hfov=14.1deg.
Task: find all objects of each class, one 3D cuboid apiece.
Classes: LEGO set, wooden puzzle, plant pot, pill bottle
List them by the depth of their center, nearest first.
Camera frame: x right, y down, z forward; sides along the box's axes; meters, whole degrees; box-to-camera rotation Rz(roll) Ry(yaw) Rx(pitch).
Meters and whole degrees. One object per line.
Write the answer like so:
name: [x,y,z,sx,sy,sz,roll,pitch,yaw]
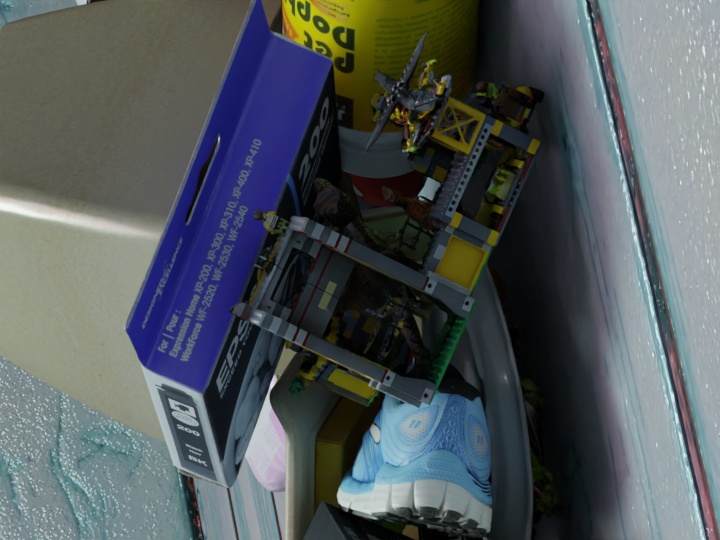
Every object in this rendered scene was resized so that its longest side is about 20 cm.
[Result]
LEGO set: [-0.002,-0.026,1.478,0.201,0.115,0.154,-63,15,5]
pill bottle: [0.011,-0.146,1.583,0.201,0.109,0.110,91,166,-48]
plant pot: [-0.139,-0.040,1.664,0.201,0.176,0.200,81,-154,-48]
wooden puzzle: [-0.004,0.121,1.686,0.185,0.037,0.201,-54,-35,-57]

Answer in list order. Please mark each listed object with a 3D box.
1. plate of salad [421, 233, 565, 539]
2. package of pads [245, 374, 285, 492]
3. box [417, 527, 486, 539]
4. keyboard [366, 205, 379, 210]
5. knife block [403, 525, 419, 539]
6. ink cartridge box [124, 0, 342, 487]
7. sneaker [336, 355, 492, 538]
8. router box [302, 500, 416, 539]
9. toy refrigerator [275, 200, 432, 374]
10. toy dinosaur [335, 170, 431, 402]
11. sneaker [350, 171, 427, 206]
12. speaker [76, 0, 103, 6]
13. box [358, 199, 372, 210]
plate of salad: [0.074,0.066,1.601,0.200,0.048,0.201,170,90,-79]
package of pads: [-0.012,0.085,1.910,0.200,0.120,0.076,118,136,-74]
box: [0.062,0.216,1.759,0.193,0.047,0.201,-102,6,-66]
keyboard: [-0.050,0.029,1.884,0.040,0.200,0.104,52,179,12]
knife block: [-0.014,0.213,1.888,0.064,0.174,0.201,-118,21,-60]
ink cartridge box: [-0.061,-0.012,1.514,0.200,0.043,0.199,80,-152,-66]
sneaker: [0.040,0.092,1.544,0.200,0.078,0.091,158,123,-80]
router box: [0.055,0.200,1.519,0.052,0.157,0.200,-64,16,7]
toy refrigerator: [-0.043,0.013,1.790,0.076,0.199,0.070,-114,17,-58]
toy dinosaur: [0.000,0.000,1.643,0.106,0.060,0.201,116,143,-75]
sneaker: [0.007,-0.143,1.719,0.116,0.078,0.201,131,127,-80]
speaker: [-0.148,-0.196,1.847,0.200,0.081,0.082,-119,22,-63]
box: [-0.044,-0.136,1.883,0.200,0.123,0.198,120,141,-75]
